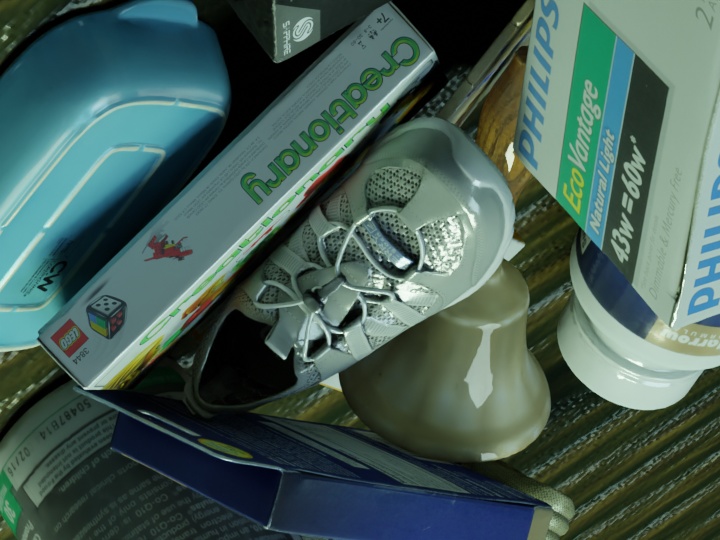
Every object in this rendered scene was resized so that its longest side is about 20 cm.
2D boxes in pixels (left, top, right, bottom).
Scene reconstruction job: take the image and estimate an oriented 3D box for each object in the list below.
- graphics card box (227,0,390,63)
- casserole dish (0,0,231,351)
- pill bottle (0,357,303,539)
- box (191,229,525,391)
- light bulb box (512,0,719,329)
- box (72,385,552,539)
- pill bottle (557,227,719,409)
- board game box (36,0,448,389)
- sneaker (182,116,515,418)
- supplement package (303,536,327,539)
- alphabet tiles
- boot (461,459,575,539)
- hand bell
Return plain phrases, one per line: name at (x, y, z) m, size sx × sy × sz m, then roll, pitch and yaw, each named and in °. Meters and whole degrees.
graphics card box at (0.035, -0.174, 1.176) m, size 0.200 × 0.051 × 0.126 m, roll -32°, pitch 156°, yaw -15°
casserole dish at (-0.126, -0.029, 1.233) m, size 0.200 × 0.039 × 0.121 m, roll -49°, pitch 153°, yaw 26°
pill bottle at (-0.081, 0.147, 1.408) m, size 0.113 × 0.200 × 0.113 m, roll -29°, pitch 155°, yaw -16°
box at (0.000, 0.000, 1.452) m, size 0.119 × 0.042 × 0.200 m, roll -43°, pitch 153°, yaw 13°
light bulb box at (0.184, -0.110, 1.190) m, size 0.199 × 0.125 × 0.199 m, roll -19°, pitch 139°, yaw -24°
box at (-0.025, 0.091, 1.345) m, size 0.199 × 0.121 × 0.033 m, roll 13°, pitch 95°, yaw -41°
pill bottle at (0.175, -0.019, 1.565) m, size 0.111 × 0.111 × 0.200 m, roll -18°, pitch 150°, yaw -35°
board game box at (-0.046, -0.029, 1.275) m, size 0.200 × 0.035 × 0.126 m, roll -44°, pitch 175°, yaw 2°
sneaker at (-0.006, 0.011, 1.275) m, size 0.082 × 0.075 × 0.200 m, roll -43°, pitch 178°, yaw -44°
supplement package at (-0.019, 0.257, 1.674) m, size 0.113 × 0.200 × 0.110 m, roll -15°, pitch 149°, yaw -23°
alphabet tiles at (0.073, -0.107, 1.311) m, size 0.200 × 0.008 × 0.167 m, roll -52°, pitch 178°, yaw 29°
boot at (0.052, 0.185, 1.794) m, size 0.156 × 0.073 × 0.200 m, roll -66°, pitch -163°, yaw -8°
hand bell at (0.057, -0.020, 1.371) m, size 0.104 × 0.104 × 0.201 m, roll -20°, pitch 139°, yaw -33°
